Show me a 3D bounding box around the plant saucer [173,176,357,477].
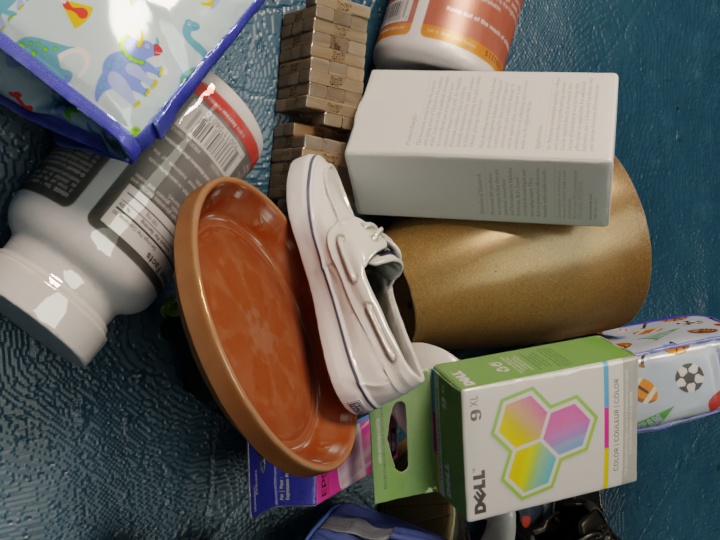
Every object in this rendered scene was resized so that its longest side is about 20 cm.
[{"bbox_3d":[-0.062,0.037,0.640,0.201,0.032,0.201,54,22,-34],"label":"plant saucer"}]

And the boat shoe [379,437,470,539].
[{"bbox_3d":[0.063,0.248,0.873,0.065,0.072,0.203,12,75,-61],"label":"boat shoe"}]

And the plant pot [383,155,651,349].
[{"bbox_3d":[0.110,-0.008,0.837,0.198,0.186,0.188,-19,102,-21],"label":"plant pot"}]

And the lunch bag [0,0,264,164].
[{"bbox_3d":[-0.170,-0.178,0.616,0.199,0.128,0.171,30,70,12],"label":"lunch bag"}]

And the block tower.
[{"bbox_3d":[-0.036,-0.114,0.793,0.054,0.058,0.203,6,90,-34],"label":"block tower"}]

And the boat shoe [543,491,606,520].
[{"bbox_3d":[0.219,0.263,0.974,0.071,0.068,0.202,15,83,-34],"label":"boat shoe"}]

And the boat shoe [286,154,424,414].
[{"bbox_3d":[0.000,0.000,0.705,0.073,0.065,0.202,28,43,-63],"label":"boat shoe"}]

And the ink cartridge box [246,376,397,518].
[{"bbox_3d":[-0.024,0.121,0.768,0.199,0.037,0.096,-8,97,-62],"label":"ink cartridge box"}]

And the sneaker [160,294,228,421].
[{"bbox_3d":[-0.092,0.081,0.759,0.201,0.082,0.072,68,33,-43],"label":"sneaker"}]

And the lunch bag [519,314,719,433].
[{"bbox_3d":[0.237,0.088,0.873,0.198,0.160,0.077,-8,97,1],"label":"lunch bag"}]

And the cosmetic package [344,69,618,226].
[{"bbox_3d":[0.097,-0.097,0.767,0.072,0.198,0.102,78,22,-48],"label":"cosmetic package"}]

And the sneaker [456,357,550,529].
[{"bbox_3d":[0.108,0.171,0.890,0.085,0.075,0.201,-45,115,-29],"label":"sneaker"}]

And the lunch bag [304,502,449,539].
[{"bbox_3d":[0.038,0.269,0.752,0.136,0.198,0.134,-30,137,-75],"label":"lunch bag"}]

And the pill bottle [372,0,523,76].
[{"bbox_3d":[0.089,-0.253,0.839,0.111,0.112,0.202,23,79,-33],"label":"pill bottle"}]

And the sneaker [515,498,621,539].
[{"bbox_3d":[0.216,0.260,0.895,0.198,0.070,0.101,4,99,-19],"label":"sneaker"}]

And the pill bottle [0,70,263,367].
[{"bbox_3d":[-0.165,-0.044,0.670,0.116,0.115,0.201,45,68,-27],"label":"pill bottle"}]

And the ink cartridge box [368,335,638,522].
[{"bbox_3d":[0.109,0.121,0.738,0.198,0.059,0.105,-8,105,-16],"label":"ink cartridge box"}]

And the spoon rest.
[{"bbox_3d":[0.080,0.147,0.810,0.060,0.099,0.202,-35,109,-42],"label":"spoon rest"}]
